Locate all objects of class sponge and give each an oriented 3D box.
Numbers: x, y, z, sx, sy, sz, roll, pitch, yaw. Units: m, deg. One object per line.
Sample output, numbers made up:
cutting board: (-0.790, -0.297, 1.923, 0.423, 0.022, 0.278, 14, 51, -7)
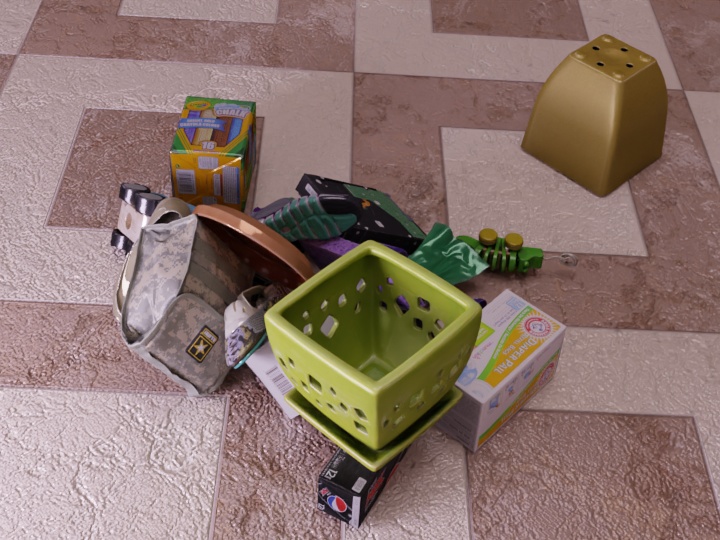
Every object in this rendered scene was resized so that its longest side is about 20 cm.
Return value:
sponge: (0.000, 0.000, 1.588, 0.198, 0.112, 0.030, 22, 66, 43)

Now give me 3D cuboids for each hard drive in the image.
hard drive: (0.006, -0.085, 1.700, 0.198, 0.038, 0.140, 6, 35, -48)

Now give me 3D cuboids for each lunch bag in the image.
lunch bag: (-0.234, 0.054, 1.478, 0.116, 0.164, 0.203, -10, 56, 26)

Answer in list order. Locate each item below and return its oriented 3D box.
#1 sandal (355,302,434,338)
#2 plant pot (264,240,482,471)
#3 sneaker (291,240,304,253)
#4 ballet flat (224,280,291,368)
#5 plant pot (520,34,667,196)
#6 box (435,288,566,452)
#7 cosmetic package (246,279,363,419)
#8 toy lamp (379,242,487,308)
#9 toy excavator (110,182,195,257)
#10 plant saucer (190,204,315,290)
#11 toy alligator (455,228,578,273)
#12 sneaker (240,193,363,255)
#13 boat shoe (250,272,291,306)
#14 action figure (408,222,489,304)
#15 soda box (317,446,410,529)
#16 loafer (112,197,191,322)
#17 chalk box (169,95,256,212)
sandal: (0.059, 0.079, 1.518, 0.198, 0.043, 0.077, 24, 58, -27)
plant pot: (0.016, 0.115, 1.345, 0.198, 0.184, 0.199, 32, 50, 33)
sneaker: (-0.091, -0.063, 1.687, 0.103, 0.061, 0.200, -24, 25, 6)
ballet flat: (-0.149, 0.065, 1.462, 0.071, 0.073, 0.200, 15, 24, 12)
plant pot: (0.426, -0.292, 1.911, 0.194, 0.202, 0.193, -31, 53, -34)
box: (0.181, 0.135, 1.502, 0.112, 0.102, 0.199, 32, 49, 28)
cosmetic package: (-0.053, 0.095, 1.510, 0.113, 0.081, 0.200, 52, 49, -4)
toy lamp: (0.093, 0.018, 1.587, 0.198, 0.059, 0.058, 30, 48, 27)
toy excavator: (-0.262, -0.060, 1.677, 0.197, 0.102, 0.194, 3, 16, -35)
plant saucer: (-0.144, -0.034, 1.504, 0.198, 0.201, 0.033, 26, 75, 21)
toy alligator: (0.243, -0.018, 1.703, 0.196, 0.060, 0.055, 11, 43, 8)
sneaker: (-0.087, -0.089, 1.590, 0.197, 0.075, 0.088, -13, 36, 19)
boat shoe: (-0.137, 0.047, 1.600, 0.199, 0.061, 0.072, 24, 45, 20)
action figure: (0.088, 0.018, 1.656, 0.199, 0.055, 0.118, -36, 57, -27)
soda box: (0.018, 0.232, 1.406, 0.063, 0.072, 0.200, 21, 45, 19)
loafer: (-0.306, -0.013, 1.573, 0.075, 0.203, 0.068, 21, -2, -8)
chalk box: (-0.239, -0.208, 1.820, 0.122, 0.126, 0.202, 5, 44, 1)
